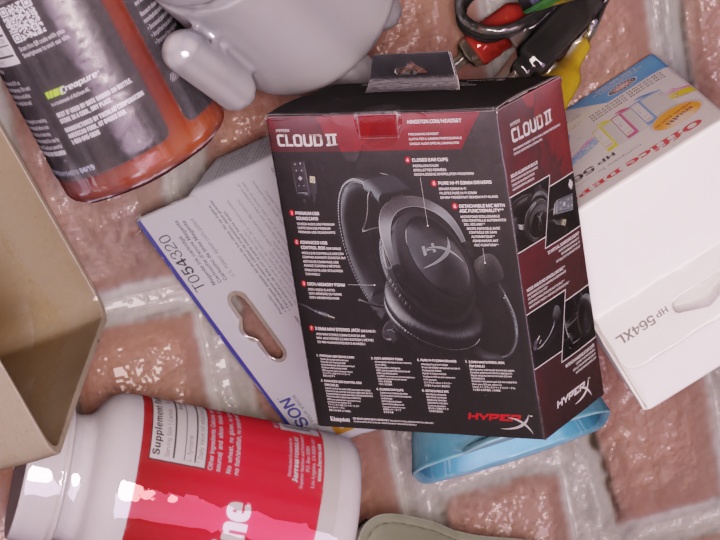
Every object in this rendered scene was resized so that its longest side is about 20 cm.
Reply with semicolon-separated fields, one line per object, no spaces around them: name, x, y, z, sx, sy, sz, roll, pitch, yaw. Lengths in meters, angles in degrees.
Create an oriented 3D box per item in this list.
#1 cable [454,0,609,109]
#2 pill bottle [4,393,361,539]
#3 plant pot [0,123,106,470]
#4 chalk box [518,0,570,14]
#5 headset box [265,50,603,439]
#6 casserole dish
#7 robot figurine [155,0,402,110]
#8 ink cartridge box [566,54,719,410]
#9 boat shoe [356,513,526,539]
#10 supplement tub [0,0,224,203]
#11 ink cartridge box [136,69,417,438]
cable;0.133;-0.168;1.401;0.200;0.050;0.097;-43;85;-8
pill bottle;-0.107;0.137;1.405;0.199;0.112;0.113;12;104;-12
plant pot;-0.277;0.014;1.312;0.176;0.200;0.201;-24;109;12
chalk box;0.137;-0.221;1.313;0.199;0.124;0.125;-17;93;-8
headset box;0.039;-0.018;1.261;0.148;0.077;0.201;0;106;33
casserole dish;0.085;0.090;1.392;0.120;0.200;0.039;-18;82;2
robot figurine;-0.057;-0.173;1.294;0.200;0.112;0.171;41;63;-48
ink cartridge box;0.171;-0.024;1.353;0.128;0.200;0.126;-33;107;2
boat shoe;0.072;0.205;1.481;0.200;0.061;0.072;22;58;-23
supplement tub;-0.163;-0.147;1.316;0.106;0.107;0.201;-27;108;0
ink cartridge box;0.000;0.000;1.394;0.199;0.043;0.197;-21;116;31
